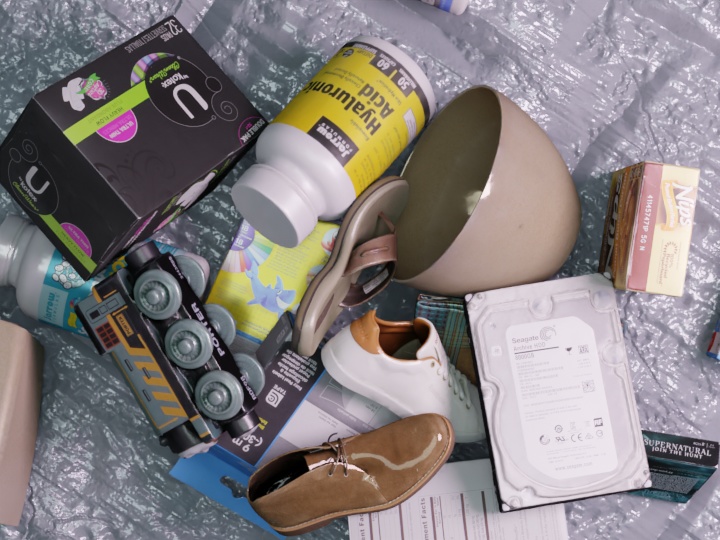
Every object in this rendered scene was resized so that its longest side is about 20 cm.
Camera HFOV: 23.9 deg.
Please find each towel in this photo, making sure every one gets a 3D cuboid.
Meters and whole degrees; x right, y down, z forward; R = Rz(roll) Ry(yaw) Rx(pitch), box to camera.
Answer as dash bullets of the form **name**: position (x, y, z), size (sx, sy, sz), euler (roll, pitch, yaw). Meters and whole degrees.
- **towel**: position (0.145, 0.088, 1.629), size (0.199, 0.022, 0.147), euler (7, 134, 1)

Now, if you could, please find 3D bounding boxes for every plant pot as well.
- **plant pot**: position (-0.400, 0.123, 1.613), size (0.199, 0.200, 0.178), euler (19, 79, 1)
- **plant pot**: position (0.128, -0.056, 1.602), size (0.134, 0.200, 0.201), euler (24, 91, -22)

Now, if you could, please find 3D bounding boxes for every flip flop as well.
- **flip flop**: position (0.000, 0.000, 1.566), size (0.057, 0.081, 0.200), euler (20, 58, 18)

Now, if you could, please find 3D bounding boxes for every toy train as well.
- **toy train**: position (-0.172, 0.074, 1.545), size (0.114, 0.085, 0.200), euler (-29, 94, 22)

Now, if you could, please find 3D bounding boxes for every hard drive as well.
- **hard drive**: position (0.177, 0.110, 1.541), size (0.139, 0.038, 0.201), euler (-8, 78, -2)

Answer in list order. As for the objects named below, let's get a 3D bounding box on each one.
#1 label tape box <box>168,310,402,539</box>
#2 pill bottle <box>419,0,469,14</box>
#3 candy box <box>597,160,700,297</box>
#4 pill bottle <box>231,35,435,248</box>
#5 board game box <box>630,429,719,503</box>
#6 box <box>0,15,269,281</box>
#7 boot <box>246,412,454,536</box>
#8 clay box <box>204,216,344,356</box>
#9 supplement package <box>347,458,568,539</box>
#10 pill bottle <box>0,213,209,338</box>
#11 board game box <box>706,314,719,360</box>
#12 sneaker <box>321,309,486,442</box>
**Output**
- **label tape box**: position (-0.067, 0.161, 1.626), size (0.144, 0.063, 0.200), euler (33, 99, -18)
- **pill bottle**: position (0.026, -0.332, 1.626), size (0.199, 0.114, 0.114), euler (22, 91, 1)
- **candy box**: position (0.264, -0.037, 1.579), size (0.055, 0.200, 0.116), euler (9, 91, 0)
- **pill bottle**: position (-0.028, -0.118, 1.598), size (0.111, 0.111, 0.200), euler (40, 67, 1)
- **board game box**: position (0.227, 0.177, 1.617), size (0.199, 0.135, 0.028), euler (10, 68, 1)
- **box**: position (-0.214, -0.115, 1.580), size (0.149, 0.200, 0.124), euler (48, 136, 1)
- **boot**: position (-0.010, 0.180, 1.545), size (0.200, 0.075, 0.074), euler (-26, 54, 12)
- **clay box**: position (-0.079, 0.008, 1.664), size (0.115, 0.048, 0.200), euler (24, 91, -1)
- **supplement package**: position (0.092, 0.250, 1.600), size (0.199, 0.114, 0.110), euler (-6, 60, 3)
- **pill bottle**: position (-0.254, 0.010, 1.638), size (0.199, 0.111, 0.111), euler (18, 91, 1)
- **board game box**: position (0.462, 0.023, 1.647), size (0.199, 0.056, 0.196), euler (18, 91, 1)
- **sneaker**: position (0.066, 0.097, 1.580), size (0.200, 0.073, 0.085), euler (26, 124, -31)
